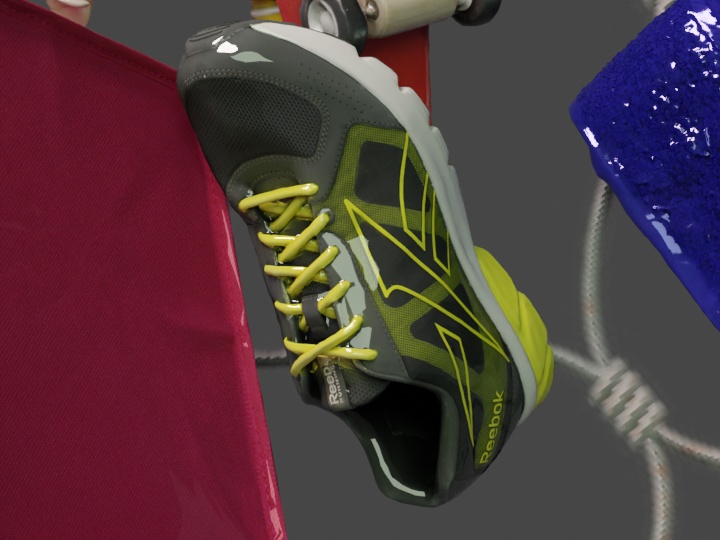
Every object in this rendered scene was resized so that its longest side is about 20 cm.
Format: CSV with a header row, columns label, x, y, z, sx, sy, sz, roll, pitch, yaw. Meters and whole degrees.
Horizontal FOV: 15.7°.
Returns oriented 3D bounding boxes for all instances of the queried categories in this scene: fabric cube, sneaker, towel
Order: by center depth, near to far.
label,x,y,z,sx,sy,sz,roll,pitch,yaw
fabric cube,-0.166,0.036,0.865,0.199,0.196,0.200,-18,71,24
sneaker,0.000,0.000,0.913,0.200,0.074,0.085,51,44,-25
towel,0.181,-0.066,0.941,0.200,0.050,0.148,-44,79,25

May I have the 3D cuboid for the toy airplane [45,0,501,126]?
label,x,y,z,sx,sy,sz,roll,pitch,yaw
toy airplane,-0.038,-0.155,0.977,0.200,0.141,0.199,29,64,-18
